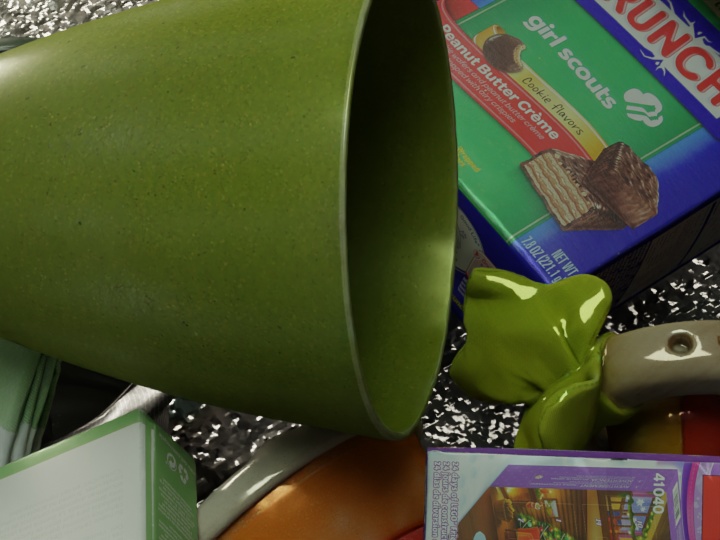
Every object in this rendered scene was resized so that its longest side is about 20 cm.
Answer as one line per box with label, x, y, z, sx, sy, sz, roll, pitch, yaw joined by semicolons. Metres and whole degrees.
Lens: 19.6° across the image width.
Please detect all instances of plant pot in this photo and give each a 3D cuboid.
plant pot;-0.077;-0.030;0.830;0.199;0.188;0.188;1;50;15

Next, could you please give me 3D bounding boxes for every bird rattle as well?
bird rattle;0.141;0.047;0.884;0.199;0.163;0.113;-15;61;2

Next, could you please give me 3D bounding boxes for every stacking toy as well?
stacking toy;0.017;0.167;0.857;0.146;0.146;0.200;-33;70;-18

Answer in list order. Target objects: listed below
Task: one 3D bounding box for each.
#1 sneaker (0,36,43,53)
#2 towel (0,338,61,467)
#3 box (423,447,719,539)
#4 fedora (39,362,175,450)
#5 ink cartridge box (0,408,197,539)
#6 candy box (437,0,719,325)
sneaker;-0.116;-0.050;0.940;0.199;0.077;0.114;5;24;-20
towel;-0.219;0.100;0.895;0.149;0.201;0.031;18;11;8
box;0.089;0.169;0.788;0.136;0.039;0.201;2;87;1
fedora;-0.160;0.058;0.985;0.199;0.090;0.177;-14;48;0
ink cartridge box;-0.131;0.160;0.777;0.145;0.048;0.201;-23;44;17
candy box;0.099;-0.072;0.999;0.200;0.077;0.169;-30;70;-32
